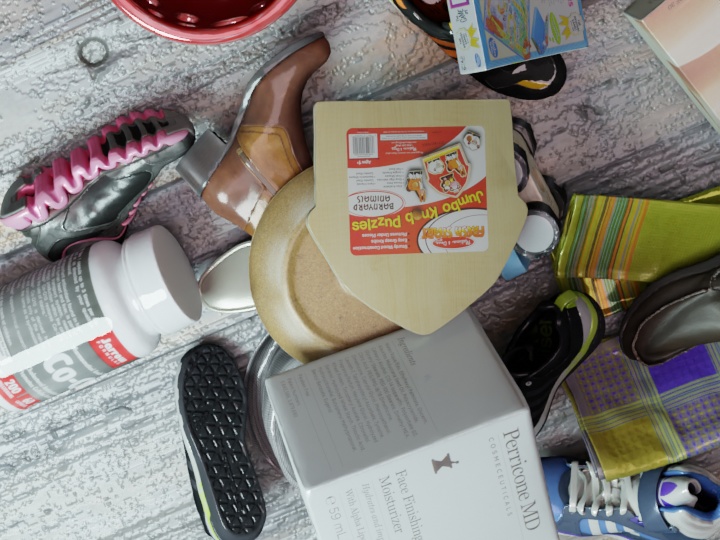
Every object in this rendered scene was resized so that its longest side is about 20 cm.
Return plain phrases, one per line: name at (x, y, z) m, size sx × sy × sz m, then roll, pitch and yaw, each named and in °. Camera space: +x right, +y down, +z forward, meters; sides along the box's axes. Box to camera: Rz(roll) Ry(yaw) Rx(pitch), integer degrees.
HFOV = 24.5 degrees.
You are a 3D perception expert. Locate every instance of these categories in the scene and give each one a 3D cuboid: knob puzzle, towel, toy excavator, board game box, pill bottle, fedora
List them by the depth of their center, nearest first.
knob puzzle at (0.047, -0.046, 1.439) m, size 0.218 × 0.030 × 0.222 m, roll 0°, pitch 90°, yaw -13°
board game box at (0.126, -0.281, 1.443) m, size 0.134 × 0.034 × 0.202 m, roll -16°, pitch 99°, yaw -38°
pill bottle at (-0.254, 0.042, 1.529) m, size 0.199 × 0.114 × 0.115 m, roll -24°, pitch 105°, yaw 12°
towel at (0.280, -0.025, 1.531) m, size 0.198 × 0.018 × 0.087 m, roll 4°, pitch 121°, yaw -12°
toy excavator at (0.100, -0.019, 1.552) m, size 0.199 × 0.100 × 0.195 m, roll -24°, pitch 106°, yaw 20°
fedora at (-0.034, 0.138, 1.566) m, size 0.175 × 0.090 × 0.202 m, roll 19°, pitch 111°, yaw 5°
towel at (0.292, 0.110, 1.572) m, size 0.198 × 0.145 × 0.023 m, roll -17°, pitch 150°, yaw 1°
towel at (0.283, -0.016, 1.578) m, size 0.198 × 0.018 × 0.087 m, roll -19°, pitch 106°, yaw 4°

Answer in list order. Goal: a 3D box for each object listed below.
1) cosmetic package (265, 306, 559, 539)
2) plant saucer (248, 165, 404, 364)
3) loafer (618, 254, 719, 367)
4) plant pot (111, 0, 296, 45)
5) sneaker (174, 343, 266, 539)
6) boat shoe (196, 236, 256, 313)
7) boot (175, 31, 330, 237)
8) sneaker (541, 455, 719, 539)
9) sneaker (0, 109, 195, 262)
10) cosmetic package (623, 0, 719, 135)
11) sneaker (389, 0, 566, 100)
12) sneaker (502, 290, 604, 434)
cosmetic package at (0.044, 0.166, 1.437) m, size 0.198 × 0.165 × 0.166 m, roll -20°, pitch 124°, yaw -4°
plant saucer at (0.000, 0.000, 1.474) m, size 0.198 × 0.035 × 0.202 m, roll -1°, pitch 99°, yaw -6°
loafer at (0.326, 0.032, 1.520) m, size 0.199 × 0.072 × 0.073 m, roll -34°, pitch 127°, yaw 18°
plant pot at (-0.128, -0.303, 1.408) m, size 0.198 × 0.183 × 0.202 m, roll 0°, pitch 106°, yaw -1°
sneaker at (-0.148, 0.174, 1.600) m, size 0.071 × 0.083 × 0.202 m, roll -7°, pitch 83°, yaw -29°
boat shoe at (-0.059, -0.018, 1.560) m, size 0.199 × 0.057 × 0.067 m, roll -30°, pitch 88°, yaw 11°
boot at (-0.037, -0.088, 1.491) m, size 0.200 × 0.068 × 0.188 m, roll 42°, pitch 91°, yaw 0°
sneaker at (0.254, 0.207, 1.577) m, size 0.198 × 0.147 × 0.081 m, roll 18°, pitch 62°, yaw -13°
sneaker at (-0.230, -0.074, 1.536) m, size 0.199 × 0.079 × 0.096 m, roll -27°, pitch 121°, yaw 10°
cosmetic package at (0.342, -0.186, 1.503) m, size 0.103 × 0.087 × 0.200 m, roll -41°, pitch 103°, yaw 8°
sneaker at (0.102, -0.213, 1.487) m, size 0.199 × 0.090 × 0.070 m, roll 35°, pitch 102°, yaw -10°
sneaker at (0.147, 0.094, 1.553) m, size 0.072 × 0.082 × 0.201 m, roll 46°, pitch 117°, yaw 32°
